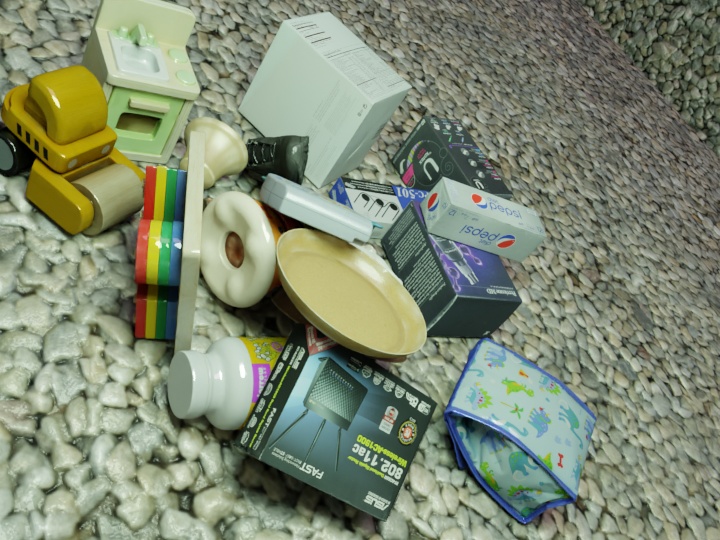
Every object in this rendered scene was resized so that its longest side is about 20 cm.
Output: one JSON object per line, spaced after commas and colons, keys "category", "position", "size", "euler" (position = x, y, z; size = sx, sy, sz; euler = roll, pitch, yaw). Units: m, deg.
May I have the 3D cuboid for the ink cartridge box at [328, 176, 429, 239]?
{"category": "ink cartridge box", "position": [0.049, -0.100, 1.284], "size": [0.199, 0.044, 0.095], "euler": [5, 50, -36]}

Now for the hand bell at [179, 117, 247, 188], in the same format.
{"category": "hand bell", "position": [-0.245, -0.114, 1.045], "size": [0.104, 0.104, 0.201], "euler": [31, 49, -8]}

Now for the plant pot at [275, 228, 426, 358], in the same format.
{"category": "plant pot", "position": [-0.014, 0.029, 0.839], "size": [0.199, 0.028, 0.201], "euler": [29, 26, -16]}

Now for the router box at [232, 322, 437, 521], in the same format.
{"category": "router box", "position": [-0.021, 0.171, 0.836], "size": [0.199, 0.062, 0.151], "euler": [35, 73, -31]}

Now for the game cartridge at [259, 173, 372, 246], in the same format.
{"category": "game cartridge", "position": [-0.064, -0.083, 0.962], "size": [0.132, 0.042, 0.200], "euler": [27, 5, -15]}

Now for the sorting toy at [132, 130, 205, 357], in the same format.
{"category": "sorting toy", "position": [-0.225, -0.026, 0.875], "size": [0.069, 0.200, 0.201], "euler": [4, 46, -14]}

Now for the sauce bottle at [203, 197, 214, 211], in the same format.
{"category": "sauce bottle", "position": [-0.135, -0.055, 1.072], "size": [0.198, 0.066, 0.066], "euler": [11, 45, -29]}

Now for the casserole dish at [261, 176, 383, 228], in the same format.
{"category": "casserole dish", "position": [-0.063, -0.089, 1.136], "size": [0.199, 0.039, 0.121], "euler": [24, 6, 2]}

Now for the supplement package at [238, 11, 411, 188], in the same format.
{"category": "supplement package", "position": [-0.061, -0.291, 1.268], "size": [0.200, 0.192, 0.147], "euler": [44, 37, 7]}

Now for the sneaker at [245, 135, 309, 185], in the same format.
{"category": "sneaker", "position": [-0.131, -0.168, 1.125], "size": [0.090, 0.200, 0.077], "euler": [9, 89, -18]}

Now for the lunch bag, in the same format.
{"category": "lunch bag", "position": [0.208, 0.210, 1.031], "size": [0.200, 0.127, 0.170], "euler": [46, 38, -6]}

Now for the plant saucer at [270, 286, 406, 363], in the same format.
{"category": "plant saucer", "position": [-0.021, 0.059, 0.992], "size": [0.199, 0.037, 0.200], "euler": [25, 7, -3]}

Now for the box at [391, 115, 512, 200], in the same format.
{"category": "box", "position": [0.165, -0.172, 1.385], "size": [0.105, 0.122, 0.201], "euler": [-4, 54, -41]}

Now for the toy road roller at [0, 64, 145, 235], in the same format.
{"category": "toy road roller", "position": [-0.356, -0.159, 0.933], "size": [0.200, 0.146, 0.123], "euler": [41, 38, 4]}

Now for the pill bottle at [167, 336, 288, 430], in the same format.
{"category": "pill bottle", "position": [-0.116, 0.130, 0.869], "size": [0.199, 0.104, 0.105], "euler": [4, 49, -36]}

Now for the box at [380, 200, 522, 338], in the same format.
{"category": "box", "position": [0.144, 0.000, 1.209], "size": [0.147, 0.105, 0.201], "euler": [5, 48, -36]}

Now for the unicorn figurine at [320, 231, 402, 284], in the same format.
{"category": "unicorn figurine", "position": [0.000, 0.000, 1.008], "size": [0.200, 0.074, 0.138], "euler": [46, 12, -47]}

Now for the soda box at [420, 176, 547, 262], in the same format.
{"category": "soda box", "position": [0.196, -0.079, 1.190], "size": [0.199, 0.068, 0.064], "euler": [15, 44, -28]}

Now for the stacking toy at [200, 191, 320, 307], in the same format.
{"category": "stacking toy", "position": [-0.106, -0.037, 1.005], "size": [0.199, 0.146, 0.147], "euler": [-12, 59, -49]}

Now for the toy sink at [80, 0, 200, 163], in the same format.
{"category": "toy sink", "position": [-0.305, -0.257, 1.032], "size": [0.129, 0.200, 0.113], "euler": [3, 49, -38]}
